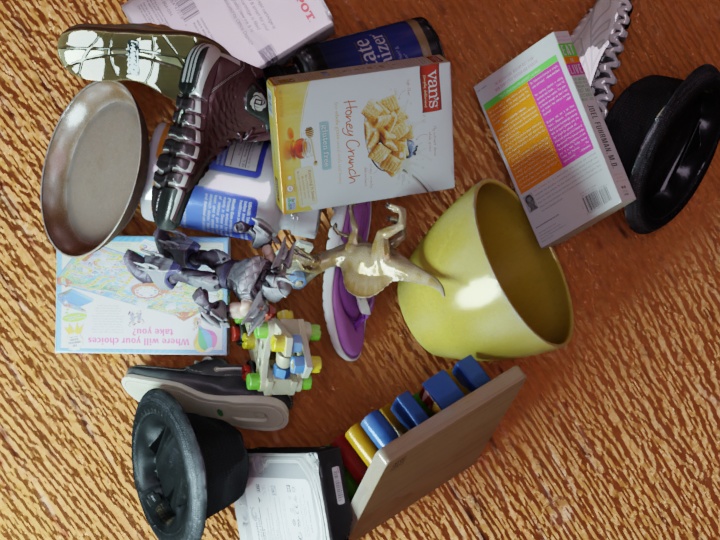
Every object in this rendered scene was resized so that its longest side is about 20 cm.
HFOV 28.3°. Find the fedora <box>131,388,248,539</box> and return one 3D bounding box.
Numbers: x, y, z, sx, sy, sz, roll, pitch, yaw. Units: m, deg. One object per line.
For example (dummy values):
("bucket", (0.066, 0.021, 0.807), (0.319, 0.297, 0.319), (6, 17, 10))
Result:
("fedora", (-0.182, 0.215, 1.578), (0.091, 0.200, 0.203), (-10, 90, -29))

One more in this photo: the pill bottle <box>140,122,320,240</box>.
("pill bottle", (-0.139, -0.094, 1.603), (0.197, 0.112, 0.114), (11, 90, 0))

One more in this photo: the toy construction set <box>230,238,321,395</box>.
("toy construction set", (-0.092, 0.058, 1.583), (0.091, 0.201, 0.132), (10, 130, -9))

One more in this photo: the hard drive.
("hard drive", (-0.077, 0.265, 1.566), (0.037, 0.199, 0.142), (-9, 90, -33))

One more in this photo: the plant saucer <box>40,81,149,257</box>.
("plant saucer", (-0.291, -0.112, 1.589), (0.032, 0.199, 0.203), (12, 90, -43))

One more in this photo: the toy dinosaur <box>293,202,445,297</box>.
("toy dinosaur", (0.024, -0.016, 1.548), (0.198, 0.058, 0.102), (10, 74, 29))

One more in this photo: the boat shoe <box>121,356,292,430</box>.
("boat shoe", (-0.173, 0.134, 1.636), (0.197, 0.072, 0.068), (7, 53, 7))

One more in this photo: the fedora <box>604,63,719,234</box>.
("fedora", (0.327, -0.146, 1.601), (0.091, 0.200, 0.202), (29, 90, 33))

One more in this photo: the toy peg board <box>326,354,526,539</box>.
("toy peg board", (0.051, 0.172, 1.543), (0.199, 0.200, 0.098), (-28, 66, -30))

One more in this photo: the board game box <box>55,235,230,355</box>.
("board game box", (-0.249, 0.028, 1.641), (0.197, 0.034, 0.136), (1, 90, 0))

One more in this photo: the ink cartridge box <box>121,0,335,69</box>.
("ink cartridge box", (-0.146, -0.284, 1.616), (0.199, 0.084, 0.147), (-31, 90, 1))

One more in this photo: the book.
("book", (0.214, -0.143, 1.576), (0.048, 0.133, 0.202), (-11, 77, -38))

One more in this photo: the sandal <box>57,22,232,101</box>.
("sandal", (-0.227, -0.234, 1.548), (0.197, 0.054, 0.081), (9, 122, -3))

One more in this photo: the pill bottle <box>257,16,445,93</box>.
("pill bottle", (-0.009, -0.205, 1.588), (0.198, 0.112, 0.113), (-16, 90, -11))

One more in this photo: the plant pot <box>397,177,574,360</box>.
("plant pot", (0.125, 0.019, 1.580), (0.141, 0.200, 0.202), (-27, 90, 26))

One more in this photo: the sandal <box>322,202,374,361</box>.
("sandal", (-0.004, 0.000, 1.614), (0.049, 0.082, 0.206), (0, 89, 32))

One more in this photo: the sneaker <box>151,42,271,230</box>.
("sneaker", (-0.147, -0.131, 1.520), (0.114, 0.076, 0.202), (13, 97, -28))

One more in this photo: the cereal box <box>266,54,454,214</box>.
("cereal box", (0.003, -0.146, 1.530), (0.197, 0.040, 0.146), (-10, 114, -13))

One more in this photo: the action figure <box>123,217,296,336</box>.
("action figure", (-0.153, 0.002, 1.535), (0.198, 0.070, 0.131), (10, 50, 31))

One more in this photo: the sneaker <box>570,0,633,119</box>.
("sneaker", (0.262, -0.256, 1.627), (0.080, 0.075, 0.203), (14, 90, 9))
